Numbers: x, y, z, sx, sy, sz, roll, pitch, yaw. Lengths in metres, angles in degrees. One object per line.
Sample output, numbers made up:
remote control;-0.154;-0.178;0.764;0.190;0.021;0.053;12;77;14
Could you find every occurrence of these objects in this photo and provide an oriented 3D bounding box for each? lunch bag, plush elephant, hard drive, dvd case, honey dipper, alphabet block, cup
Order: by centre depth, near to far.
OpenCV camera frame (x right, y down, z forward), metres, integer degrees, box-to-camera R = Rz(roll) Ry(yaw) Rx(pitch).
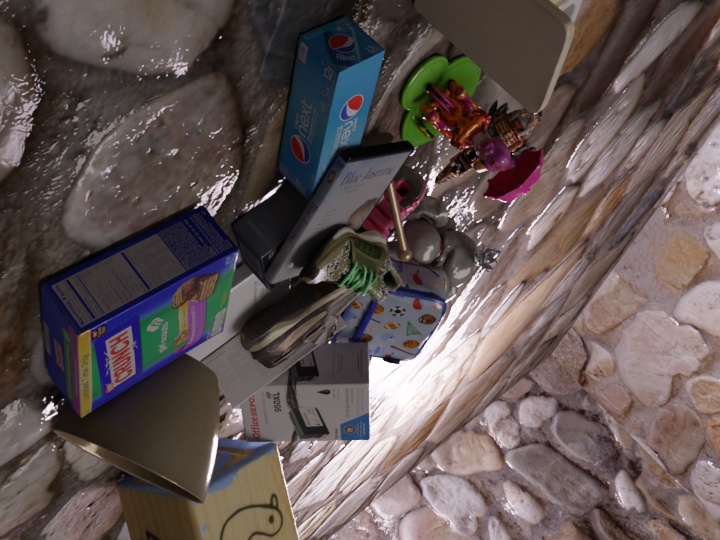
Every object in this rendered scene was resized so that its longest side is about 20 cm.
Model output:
dvd case;-0.025;-0.070;1.093;0.142;0.018;0.201;-19;150;-53
cup;-0.248;0.173;1.104;0.201;0.198;0.145;85;29;-66
hard drive;-0.176;0.051;1.207;0.199;0.027;0.133;-37;160;-24
honey dipper;0.044;-0.091;1.227;0.038;0.038;0.202;-34;132;-25
lunch bag;0.034;0.066;1.368;0.158;0.076;0.201;9;142;-14
alphabet block;-0.232;0.393;1.411;0.194;0.203;0.194;-4;-167;43
plush elephant;0.105;-0.028;1.462;0.199;0.153;0.167;-17;-125;55

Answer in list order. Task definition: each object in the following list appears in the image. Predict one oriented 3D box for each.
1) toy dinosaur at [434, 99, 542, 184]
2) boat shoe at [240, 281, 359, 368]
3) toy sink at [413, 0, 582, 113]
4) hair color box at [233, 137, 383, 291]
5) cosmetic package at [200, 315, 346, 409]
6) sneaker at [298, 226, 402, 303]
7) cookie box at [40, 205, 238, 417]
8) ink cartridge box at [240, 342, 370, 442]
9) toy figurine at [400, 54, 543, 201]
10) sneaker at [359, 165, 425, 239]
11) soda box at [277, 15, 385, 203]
toy dinosaur;0.188;-0.191;1.354;0.198;0.104;0.135;-7;-164;34
boat shoe;-0.069;0.062;1.247;0.198;0.075;0.074;-31;120;1
toy sink;0.167;-0.291;0.954;0.111;0.200;0.131;-35;158;-22
hair color box;-0.060;-0.074;1.139;0.199;0.061;0.099;-40;161;-16
cosmetic package;-0.124;0.102;1.293;0.199;0.083;0.051;-35;-173;-10
sneaker;0.000;0.000;1.131;0.077;0.089;0.199;-50;163;23
cookie box;-0.239;0.045;0.991;0.199;0.075;0.172;-31;157;-32
ink cartridge box;-0.084;0.187;1.386;0.196;0.085;0.146;-1;135;0
toy figurine;0.159;-0.175;1.195;0.150;0.184;0.200;-47;160;8
sneaker;0.014;-0.061;1.316;0.199;0.079;0.095;-40;172;-9
soda box;-0.036;-0.170;0.989;0.067;0.064;0.201;-33;158;-31
